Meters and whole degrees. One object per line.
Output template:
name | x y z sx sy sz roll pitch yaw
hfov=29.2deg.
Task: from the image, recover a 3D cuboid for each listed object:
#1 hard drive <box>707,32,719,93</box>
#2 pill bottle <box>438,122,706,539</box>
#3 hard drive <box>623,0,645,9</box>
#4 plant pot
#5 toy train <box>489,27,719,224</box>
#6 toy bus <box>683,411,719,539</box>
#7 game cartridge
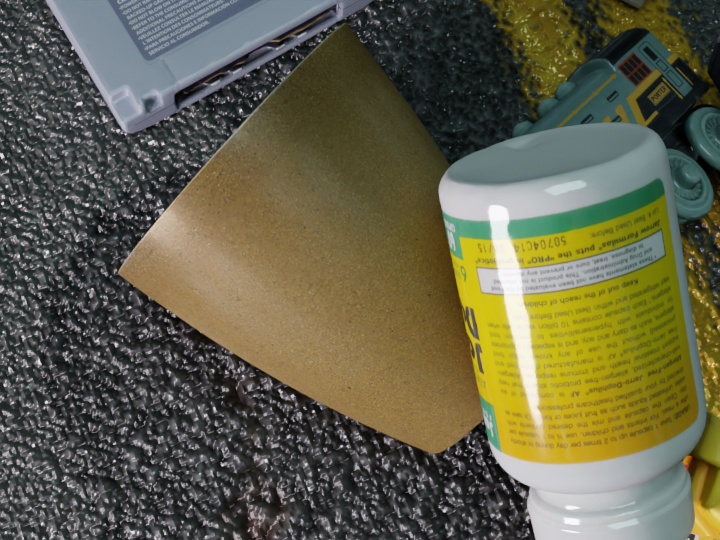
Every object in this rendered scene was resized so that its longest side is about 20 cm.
hard drive | 0.303 -0.101 0.834 0.198 0.042 0.136 -16 71 -33
pill bottle | 0.110 0.038 0.685 0.111 0.113 0.203 -15 106 -6
hard drive | 0.130 -0.277 0.931 0.198 0.027 0.133 29 74 7
plant pot | 0.000 0.000 0.771 0.200 0.186 0.187 43 75 -3
toy train | 0.146 -0.060 0.807 0.114 0.085 0.200 45 51 5
toy bus | 0.240 0.188 0.740 0.198 0.136 0.194 25 89 8
game cartridge | -0.098 -0.190 0.894 0.199 0.041 0.134 -30 78 -10
